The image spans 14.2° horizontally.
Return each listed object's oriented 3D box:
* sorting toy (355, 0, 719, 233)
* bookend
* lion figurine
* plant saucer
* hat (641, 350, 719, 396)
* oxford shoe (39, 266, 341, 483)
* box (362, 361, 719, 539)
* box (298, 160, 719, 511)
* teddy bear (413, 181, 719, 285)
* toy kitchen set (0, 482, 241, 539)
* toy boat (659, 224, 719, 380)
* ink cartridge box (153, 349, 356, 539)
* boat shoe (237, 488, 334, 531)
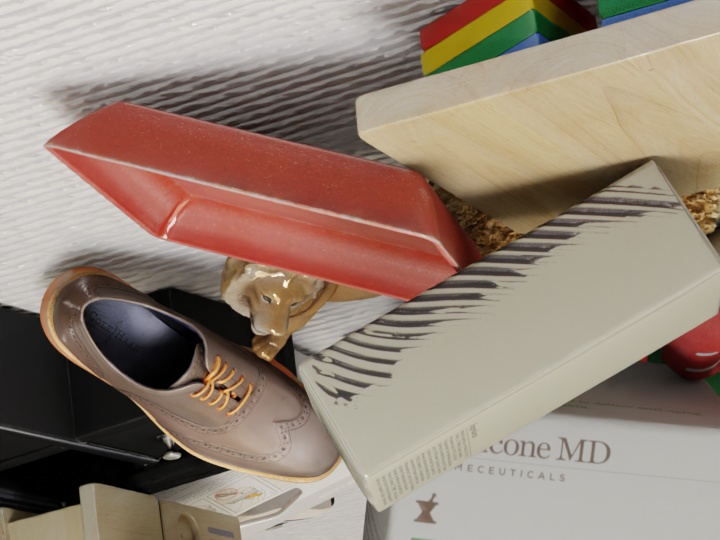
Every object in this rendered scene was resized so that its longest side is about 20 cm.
[{"bbox_3d":[0.124,-0.094,1.355,0.199,0.070,0.200,-14,162,22],"label":"sorting toy"},{"bbox_3d":[-0.172,0.074,1.726,0.200,0.092,0.199,-18,159,29],"label":"bookend"},{"bbox_3d":[0.000,0.000,1.630,0.200,0.072,0.122,-13,160,-33],"label":"lion figurine"},{"bbox_3d":[-0.034,-0.032,1.432,0.200,0.037,0.200,13,171,15],"label":"plant saucer"},{"bbox_3d":[0.196,0.036,1.804,0.176,0.200,0.166,28,-157,7],"label":"hat"},{"bbox_3d":[-0.090,0.068,1.640,0.200,0.071,0.073,29,176,-18],"label":"oxford shoe"},{"bbox_3d":[0.106,0.143,1.671,0.199,0.171,0.200,6,-173,-4],"label":"box"},{"bbox_3d":[0.074,0.033,1.388,0.200,0.068,0.082,-30,163,-6],"label":"box"},{"bbox_3d":[0.111,-0.035,1.569,0.200,0.067,0.145,-11,171,-10],"label":"teddy bear"},{"bbox_3d":[-0.106,0.237,1.779,0.163,0.200,0.180,-16,162,25],"label":"toy kitchen set"},{"bbox_3d":[0.246,0.029,1.626,0.131,0.131,0.200,-36,169,-5],"label":"toy boat"},{"bbox_3d":[-0.098,0.125,1.905,0.200,0.045,0.176,-27,150,18],"label":"ink cartridge box"},{"bbox_3d":[-0.108,0.160,2.049,0.093,0.075,0.200,-26,156,28],"label":"boat shoe"}]
